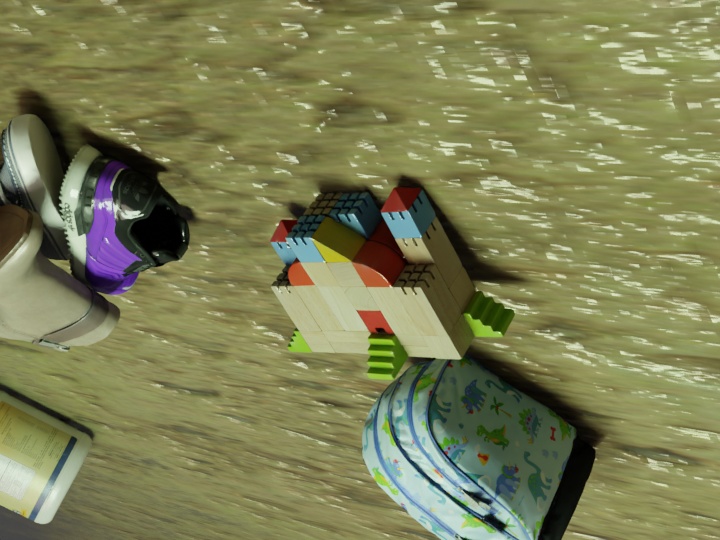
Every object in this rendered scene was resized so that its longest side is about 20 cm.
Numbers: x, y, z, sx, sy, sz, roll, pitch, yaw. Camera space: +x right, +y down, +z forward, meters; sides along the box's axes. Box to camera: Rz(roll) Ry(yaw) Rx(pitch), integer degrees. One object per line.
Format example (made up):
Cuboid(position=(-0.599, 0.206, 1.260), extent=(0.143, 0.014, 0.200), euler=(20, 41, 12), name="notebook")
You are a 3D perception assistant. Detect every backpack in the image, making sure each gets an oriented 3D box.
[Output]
Cuboid(position=(0.101, 0.165, 1.097), extent=(0.200, 0.163, 0.154), euler=(29, 146, 6), name="backpack")

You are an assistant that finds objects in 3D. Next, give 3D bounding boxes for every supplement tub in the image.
Cuboid(position=(-0.503, 0.259, 1.770), extent=(0.200, 0.145, 0.144), euler=(29, 153, -7), name="supplement tub")

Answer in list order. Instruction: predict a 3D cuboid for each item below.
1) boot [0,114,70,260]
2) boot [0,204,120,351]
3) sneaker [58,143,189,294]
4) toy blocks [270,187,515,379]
Cuboid(position=(-0.299, -0.061, 1.061), extent=(0.090, 0.073, 0.200), euler=(-7, 152, -3), name="boot")
Cuboid(position=(-0.272, 0.014, 1.064), extent=(0.146, 0.070, 0.200), euler=(31, 151, -32), name="boot")
Cuboid(position=(-0.197, -0.024, 1.077), extent=(0.099, 0.070, 0.200), euler=(19, 154, 6), name="sneaker")
Cuboid(position=(0.000, 0.000, 0.949), extent=(0.200, 0.100, 0.137), euler=(-1, 132, 40), name="toy blocks")
